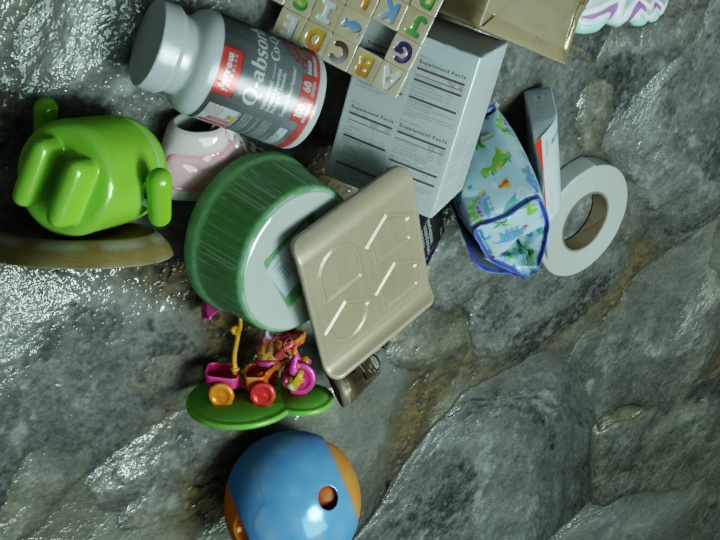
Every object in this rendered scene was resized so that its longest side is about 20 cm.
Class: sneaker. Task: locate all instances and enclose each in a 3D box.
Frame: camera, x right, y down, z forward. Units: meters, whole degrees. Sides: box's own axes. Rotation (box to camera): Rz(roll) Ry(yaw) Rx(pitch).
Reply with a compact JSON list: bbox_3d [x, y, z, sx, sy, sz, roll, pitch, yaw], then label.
[{"bbox_3d":[0.373,-0.423,1.569,0.198,0.078,0.142,-20,130,-31],"label":"sneaker"},{"bbox_3d":[-0.149,-0.140,1.306,0.197,0.075,0.106,-3,125,-35],"label":"sneaker"},{"bbox_3d":[-0.010,0.134,1.524,0.075,0.200,0.071,-27,94,-1],"label":"sneaker"}]

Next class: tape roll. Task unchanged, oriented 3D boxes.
[{"bbox_3d":[0.358,-0.088,1.813,0.200,0.037,0.206,-22,131,-28],"label":"tape roll"}]

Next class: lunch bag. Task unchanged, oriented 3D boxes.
[{"bbox_3d":[0.189,-0.099,1.541,0.126,0.172,0.200,-25,152,10],"label":"lunch bag"}]

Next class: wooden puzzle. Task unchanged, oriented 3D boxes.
[{"bbox_3d":[0.000,0.000,1.306,0.184,0.046,0.202,-37,131,-27],"label":"wooden puzzle"}]

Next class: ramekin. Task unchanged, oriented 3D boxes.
[{"bbox_3d":[-0.099,-0.028,1.289,0.198,0.097,0.203,-25,129,-35],"label":"ramekin"}]

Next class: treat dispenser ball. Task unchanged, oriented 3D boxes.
[{"bbox_3d":[-0.097,0.332,1.579,0.198,0.200,0.204,-22,130,-28],"label":"treat dispenser ball"}]

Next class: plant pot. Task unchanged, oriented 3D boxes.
[{"bbox_3d":[-0.298,-0.031,1.173,0.197,0.198,0.028,-5,102,-38],"label":"plant pot"}]

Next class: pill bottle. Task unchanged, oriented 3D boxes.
[{"bbox_3d":[-0.145,-0.216,1.214,0.197,0.116,0.117,15,108,-32],"label":"pill bottle"}]

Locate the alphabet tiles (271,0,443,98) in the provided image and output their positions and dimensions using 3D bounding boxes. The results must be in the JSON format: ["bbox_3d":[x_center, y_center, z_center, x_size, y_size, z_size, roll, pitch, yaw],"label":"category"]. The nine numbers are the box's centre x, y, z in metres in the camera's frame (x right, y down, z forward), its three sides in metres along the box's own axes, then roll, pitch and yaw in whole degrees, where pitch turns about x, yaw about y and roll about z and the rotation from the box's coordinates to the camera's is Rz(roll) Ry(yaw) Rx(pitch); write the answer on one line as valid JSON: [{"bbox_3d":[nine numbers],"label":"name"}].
[{"bbox_3d":[-0.010,-0.317,1.254,0.169,0.197,0.008,-63,180,14],"label":"alphabet tiles"}]

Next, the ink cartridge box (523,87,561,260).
[{"bbox_3d":[0.272,-0.141,1.594,0.046,0.202,0.162,-7,131,5],"label":"ink cartridge box"}]

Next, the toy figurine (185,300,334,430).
[{"bbox_3d":[-0.133,0.088,1.424,0.196,0.151,0.188,0,111,2],"label":"toy figurine"}]

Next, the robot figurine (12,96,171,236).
[{"bbox_3d":[-0.277,-0.101,1.150,0.117,0.173,0.200,-65,169,16],"label":"robot figurine"}]

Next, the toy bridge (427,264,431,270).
[{"bbox_3d":[0.041,0.069,1.650,0.067,0.027,0.201,29,98,-48],"label":"toy bridge"}]

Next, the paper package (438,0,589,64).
[{"bbox_3d":[0.149,-0.346,1.333,0.189,0.199,0.105,8,108,-45],"label":"paper package"}]

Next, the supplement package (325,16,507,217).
[{"bbox_3d":[0.070,-0.201,1.364,0.152,0.148,0.203,-42,151,-64],"label":"supplement package"}]

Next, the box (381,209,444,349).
[{"bbox_3d":[0.060,-0.004,1.530,0.143,0.036,0.202,72,41,-68],"label":"box"}]
